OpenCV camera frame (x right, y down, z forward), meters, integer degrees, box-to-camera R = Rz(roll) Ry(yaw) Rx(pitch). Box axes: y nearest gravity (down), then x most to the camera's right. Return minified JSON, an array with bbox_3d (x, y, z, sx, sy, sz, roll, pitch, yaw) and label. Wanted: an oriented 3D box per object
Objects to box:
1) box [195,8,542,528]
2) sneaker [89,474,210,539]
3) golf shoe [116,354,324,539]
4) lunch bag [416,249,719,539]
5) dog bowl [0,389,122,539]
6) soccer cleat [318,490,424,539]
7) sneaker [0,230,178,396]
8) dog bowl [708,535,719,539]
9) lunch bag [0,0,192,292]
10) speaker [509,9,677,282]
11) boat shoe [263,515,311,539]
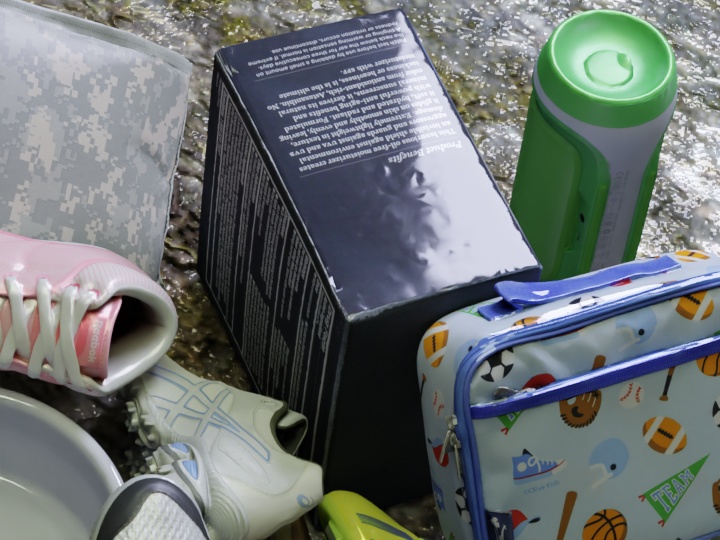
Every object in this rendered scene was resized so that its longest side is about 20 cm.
[{"bbox_3d":[0.000,0.000,1.540,0.123,0.201,0.199,-14,55,-17],"label":"box"},{"bbox_3d":[-0.101,0.193,1.343,0.075,0.088,0.201,8,70,-11],"label":"sneaker"},{"bbox_3d":[-0.079,0.095,1.505,0.097,0.079,0.200,-14,30,-13],"label":"golf shoe"},{"bbox_3d":[0.125,0.075,1.439,0.199,0.161,0.076,-15,23,-18],"label":"lunch bag"},{"bbox_3d":[-0.220,0.162,1.452,0.199,0.079,0.201,3,51,-4],"label":"dog bowl"},{"bbox_3d":[0.055,0.188,1.477,0.084,0.065,0.200,-37,69,-15],"label":"soccer cleat"},{"bbox_3d":[-0.189,0.021,1.467,0.199,0.076,0.105,2,15,-34],"label":"sneaker"},{"bbox_3d":[0.234,0.226,1.462,0.199,0.079,0.201,3,51,-4],"label":"dog bowl"},{"bbox_3d":[-0.197,-0.065,1.588,0.199,0.117,0.165,16,76,-30],"label":"lunch bag"},{"bbox_3d":[0.131,-0.057,1.597,0.088,0.201,0.089,3,51,-4],"label":"speaker"},{"bbox_3d":[-0.055,0.185,1.448,0.072,0.072,0.200,-16,33,1],"label":"boat shoe"}]
